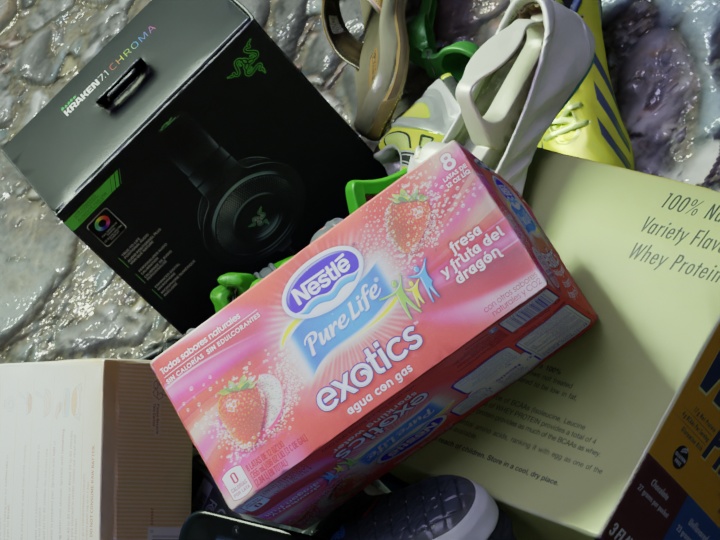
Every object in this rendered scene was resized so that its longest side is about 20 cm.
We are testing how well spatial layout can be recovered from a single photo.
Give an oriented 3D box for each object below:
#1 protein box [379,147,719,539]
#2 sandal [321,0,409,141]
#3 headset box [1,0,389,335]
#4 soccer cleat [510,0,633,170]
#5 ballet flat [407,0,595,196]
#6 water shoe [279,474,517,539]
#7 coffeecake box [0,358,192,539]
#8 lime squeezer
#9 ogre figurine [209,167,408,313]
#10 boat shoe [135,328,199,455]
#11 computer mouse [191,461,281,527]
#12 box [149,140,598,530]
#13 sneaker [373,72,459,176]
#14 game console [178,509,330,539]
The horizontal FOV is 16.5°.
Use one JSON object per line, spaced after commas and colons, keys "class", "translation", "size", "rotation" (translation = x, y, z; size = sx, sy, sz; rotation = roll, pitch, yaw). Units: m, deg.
{"class": "protein box", "translation": [0.134, 0.063, 1.349], "size": [0.198, 0.135, 0.201], "rotation": [17, 70, 44]}
{"class": "sandal", "translation": [0.000, -0.167, 1.647], "size": [0.054, 0.081, 0.201], "rotation": [11, 44, -9]}
{"class": "headset box", "translation": [-0.103, -0.070, 1.579], "size": [0.174, 0.200, 0.093], "rotation": [-44, 43, -1]}
{"class": "soccer cleat", "translation": [0.124, -0.121, 1.522], "size": [0.064, 0.084, 0.201], "rotation": [-13, 58, 11]}
{"class": "ballet flat", "translation": [0.063, -0.068, 1.357], "size": [0.069, 0.069, 0.201], "rotation": [13, 67, 42]}
{"class": "water shoe", "translation": [0.016, 0.160, 1.317], "size": [0.072, 0.079, 0.200], "rotation": [-47, 17, -26]}
{"class": "coffeecake box", "translation": [-0.193, 0.134, 1.517], "size": [0.199, 0.073, 0.154], "rotation": [-4, 83, 46]}
{"class": "lime squeezer", "translation": [0.071, -0.148, 1.639], "size": [0.070, 0.038, 0.200], "rotation": [-20, 38, -22]}
{"class": "ogre figurine", "translation": [0.000, 0.000, 1.471], "size": [0.120, 0.200, 0.098], "rotation": [-27, 80, -27]}
{"class": "boat shoe", "translation": [-0.096, 0.069, 1.566], "size": [0.199, 0.068, 0.072], "rotation": [-25, 45, 17]}
{"class": "computer mouse", "translation": [-0.072, 0.204, 1.467], "size": [0.200, 0.046, 0.141], "rotation": [24, 94, 49]}
{"class": "box", "translation": [0.009, 0.037, 1.274], "size": [0.200, 0.103, 0.095], "rotation": [-36, 68, 11]}
{"class": "sneaker", "translation": [0.069, -0.043, 1.529], "size": [0.076, 0.075, 0.200], "rotation": [-39, 33, 7]}
{"class": "game console", "translation": [-0.058, 0.227, 1.241], "size": [0.199, 0.119, 0.171], "rotation": [8, 32, 40]}
